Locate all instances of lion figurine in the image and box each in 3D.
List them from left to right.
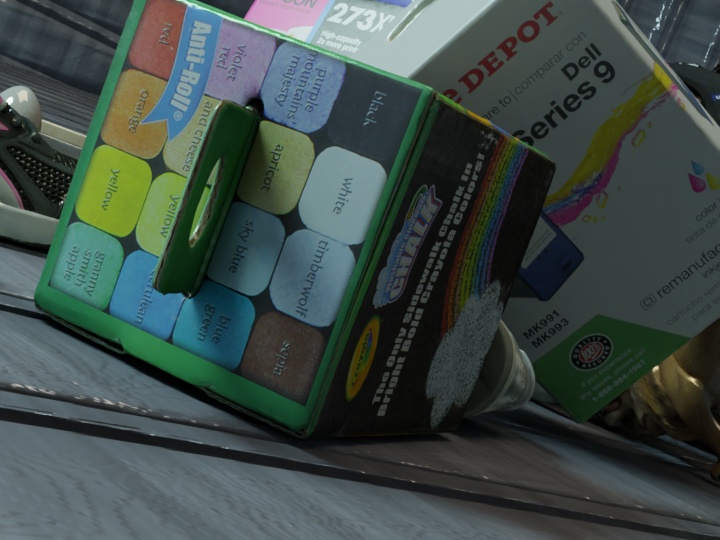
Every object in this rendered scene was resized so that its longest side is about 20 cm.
[{"bbox_3d":[0.194,0.033,0.858,0.072,0.201,0.123,-4,48,-30],"label":"lion figurine"}]

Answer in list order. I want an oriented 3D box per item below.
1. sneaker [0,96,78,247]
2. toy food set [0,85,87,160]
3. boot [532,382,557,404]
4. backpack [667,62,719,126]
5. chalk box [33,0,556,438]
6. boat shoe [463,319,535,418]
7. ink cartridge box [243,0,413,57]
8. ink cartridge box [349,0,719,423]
[{"bbox_3d":[-0.189,-0.072,0.717,0.199,0.087,0.080,18,6,-41],"label":"sneaker"},{"bbox_3d":[-0.175,-0.070,0.940,0.142,0.061,0.200,20,5,-16],"label":"toy food set"},{"bbox_3d":[0.038,0.004,0.877,0.200,0.068,0.130,47,24,20],"label":"boot"},{"bbox_3d":[0.224,-0.064,1.000,0.161,0.155,0.201,2,35,-10],"label":"backpack"},{"bbox_3d":[-0.028,-0.019,0.583,0.123,0.126,0.200,23,3,23],"label":"chalk box"},{"bbox_3d":[-0.010,0.007,0.735,0.201,0.075,0.065,28,1,26],"label":"boat shoe"},{"bbox_3d":[-0.031,-0.097,0.848,0.094,0.201,0.037,17,-25,29],"label":"ink cartridge box"},{"bbox_3d":[0.093,-0.049,0.770,0.200,0.145,0.088,46,17,-19],"label":"ink cartridge box"}]
